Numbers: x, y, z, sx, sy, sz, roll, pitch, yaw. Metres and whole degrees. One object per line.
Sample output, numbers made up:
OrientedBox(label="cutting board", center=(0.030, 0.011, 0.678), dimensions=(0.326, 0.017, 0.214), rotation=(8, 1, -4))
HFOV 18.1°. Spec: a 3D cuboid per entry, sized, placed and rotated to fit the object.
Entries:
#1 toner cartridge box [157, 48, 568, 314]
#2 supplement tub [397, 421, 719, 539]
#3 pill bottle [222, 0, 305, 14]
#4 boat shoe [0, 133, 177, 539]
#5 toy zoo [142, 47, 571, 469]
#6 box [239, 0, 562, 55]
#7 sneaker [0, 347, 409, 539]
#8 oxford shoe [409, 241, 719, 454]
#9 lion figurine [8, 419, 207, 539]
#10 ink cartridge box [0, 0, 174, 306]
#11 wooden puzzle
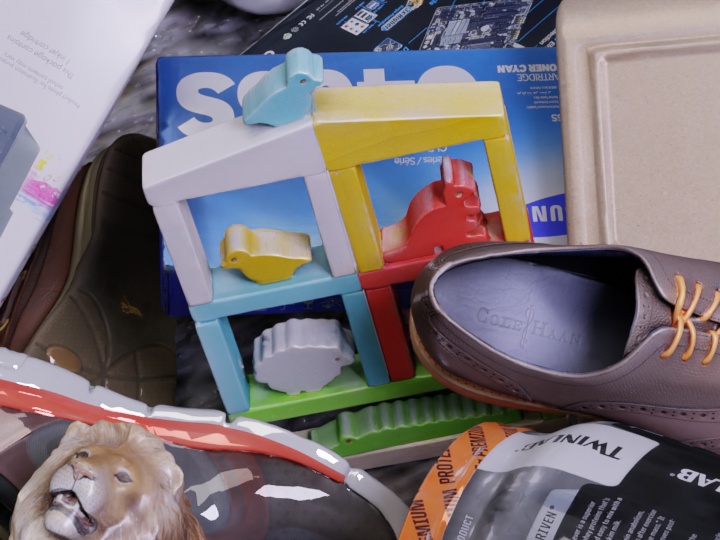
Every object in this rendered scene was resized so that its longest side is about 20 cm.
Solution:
OrientedBox(label="toner cartridge box", center=(0.020, -0.036, 0.893), dimensions=(0.198, 0.043, 0.096), rotation=(-2, 65, -5))
OrientedBox(label="supplement tub", center=(0.115, 0.123, 0.733), dimensions=(0.199, 0.123, 0.123), rotation=(17, 53, 29))
OrientedBox(label="pill bottle", center=(-0.092, -0.214, 1.130), dimensions=(0.111, 0.112, 0.200), rotation=(-38, 48, -20))
OrientedBox(label="boat shoe", center=(-0.119, 0.036, 0.935), dimensions=(0.067, 0.072, 0.201), rotation=(-27, 37, 41))
OrientedBox(label="toy zoo", center=(0.000, 0.000, 0.830), dimensions=(0.130, 0.201, 0.021), rotation=(-10, 44, 5))
OrientedBox(label="box", center=(0.046, -0.090, 1.013), dimensions=(0.159, 0.046, 0.200), rotation=(31, 61, 36))
OrientedBox(label="sneaker", center=(-0.078, 0.095, 0.834), dimensions=(0.198, 0.077, 0.082), rotation=(16, 67, -3))
OrientedBox(label="oxford shoe", center=(0.114, 0.028, 0.769), dimensions=(0.198, 0.073, 0.072), rotation=(5, 80, 4))
OrientedBox(label="lion figurine", center=(-0.040, 0.143, 0.756), dimensions=(0.199, 0.073, 0.123), rotation=(32, 63, -2))
OrientedBox(label="ink cartridge box", center=(-0.152, -0.039, 0.900), dimensions=(0.201, 0.067, 0.117), rotation=(-60, 8, 0))
OrientedBox(label="wooden puzzle", center=(0.168, -0.016, 0.831), dimensions=(0.183, 0.037, 0.202), rotation=(-4, 76, 10))
